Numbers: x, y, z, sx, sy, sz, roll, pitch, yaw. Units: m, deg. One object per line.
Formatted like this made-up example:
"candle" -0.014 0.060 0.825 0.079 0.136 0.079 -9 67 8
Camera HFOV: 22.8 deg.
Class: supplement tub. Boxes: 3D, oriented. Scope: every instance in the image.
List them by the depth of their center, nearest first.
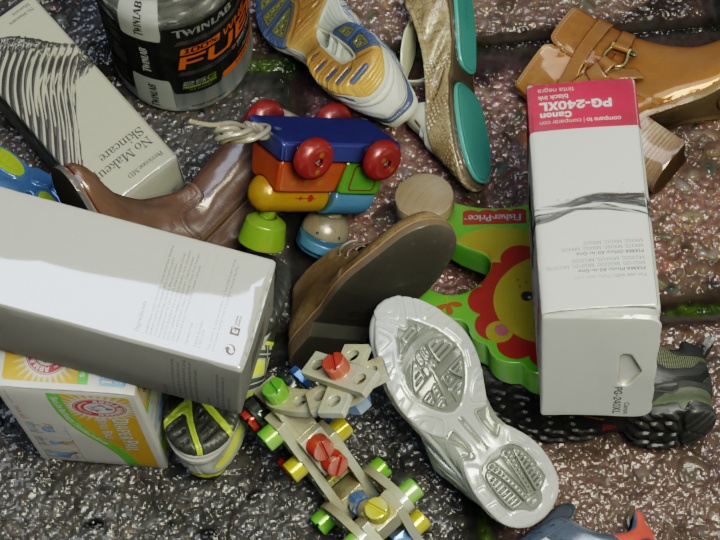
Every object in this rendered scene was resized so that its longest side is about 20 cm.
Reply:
"supplement tub" -0.153 -0.223 1.450 0.122 0.200 0.123 0 69 1

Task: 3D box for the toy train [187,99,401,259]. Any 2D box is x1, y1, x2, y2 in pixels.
"toy train" -0.070 -0.065 1.390 0.200 0.116 0.085 -2 30 -41

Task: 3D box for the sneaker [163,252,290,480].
"sneaker" -0.108 0.071 1.405 0.075 0.076 0.200 15 55 9

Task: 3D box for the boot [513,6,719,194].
"boot" 0.240 -0.176 1.497 0.155 0.074 0.200 38 71 19

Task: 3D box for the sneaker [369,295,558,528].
"sneaker" 0.063 0.111 1.359 0.078 0.099 0.200 -33 93 -18

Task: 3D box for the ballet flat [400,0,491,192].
"ballet flat" 0.067 -0.152 1.501 0.065 0.070 0.201 -14 63 24

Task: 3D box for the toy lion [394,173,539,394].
"toy lion" 0.124 0.013 1.390 0.199 0.069 0.192 -1 49 6

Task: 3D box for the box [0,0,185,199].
"box" -0.238 -0.126 1.483 0.082 0.068 0.200 -40 73 -13

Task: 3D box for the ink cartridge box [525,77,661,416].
"ink cartridge box" 0.164 -0.014 1.284 0.083 0.145 0.200 -2 56 5

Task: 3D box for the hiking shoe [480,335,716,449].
"hiking shoe" 0.178 0.080 1.405 0.199 0.076 0.101 9 52 2

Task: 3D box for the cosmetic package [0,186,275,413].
"cosmetic package" -0.163 0.021 1.190 0.199 0.108 0.085 17 70 0

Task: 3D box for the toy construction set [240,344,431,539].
"toy construction set" -0.017 0.136 1.323 0.092 0.200 0.131 -29 37 -19

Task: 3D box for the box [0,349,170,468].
"box" -0.198 0.068 1.335 0.101 0.200 0.113 4 69 2

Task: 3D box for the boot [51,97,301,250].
"boot" -0.129 -0.080 1.415 0.200 0.187 0.064 -45 47 -12

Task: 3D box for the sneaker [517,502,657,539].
"sneaker" 0.129 0.221 1.344 0.199 0.075 0.085 -3 64 -8

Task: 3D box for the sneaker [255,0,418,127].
"sneaker" -0.021 -0.186 1.504 0.075 0.088 0.200 -41 46 10

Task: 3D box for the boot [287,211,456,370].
"boot" 0.000 0.000 1.374 0.073 0.200 0.076 13 52 -31

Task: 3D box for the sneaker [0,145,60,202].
"sneaker" -0.288 -0.046 1.454 0.199 0.083 0.071 40 50 1
